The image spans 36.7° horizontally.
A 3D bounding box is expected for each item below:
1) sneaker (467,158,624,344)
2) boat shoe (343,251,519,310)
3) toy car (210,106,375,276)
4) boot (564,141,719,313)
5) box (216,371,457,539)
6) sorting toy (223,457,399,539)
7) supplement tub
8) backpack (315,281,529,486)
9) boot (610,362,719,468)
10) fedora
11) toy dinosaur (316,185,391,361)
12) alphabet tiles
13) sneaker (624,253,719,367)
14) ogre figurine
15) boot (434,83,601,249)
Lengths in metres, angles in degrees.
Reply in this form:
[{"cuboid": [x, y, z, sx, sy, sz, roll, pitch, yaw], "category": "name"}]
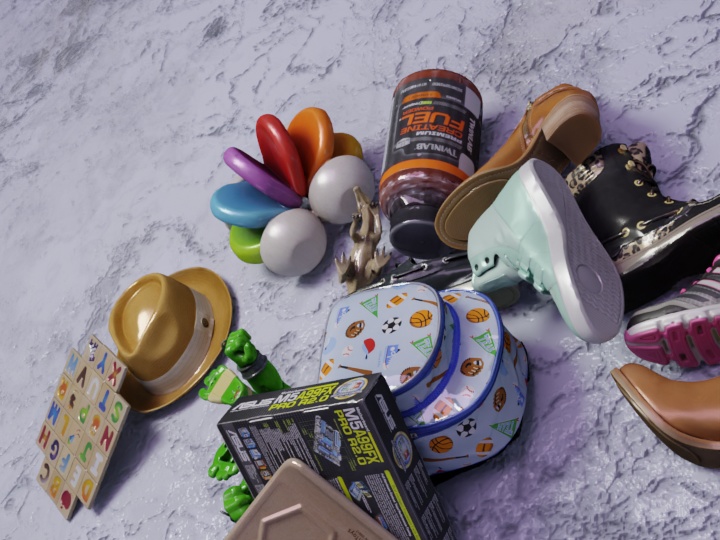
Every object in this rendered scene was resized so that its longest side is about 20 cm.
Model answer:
[{"cuboid": [0.161, 0.008, 0.984, 0.118, 0.073, 0.201, -48, 40, 33], "category": "sneaker"}, {"cuboid": [0.064, 0.015, 1.111, 0.198, 0.074, 0.067, -16, 56, 26], "category": "boat shoe"}, {"cuboid": [-0.095, -0.105, 1.276, 0.200, 0.150, 0.175, -47, 43, -1], "category": "toy car"}, {"cuboid": [0.278, -0.061, 1.003, 0.199, 0.073, 0.151, -35, 43, 25], "category": "boot"}, {"cuboid": [-0.016, 0.195, 0.956, 0.159, 0.201, 0.044, -14, 20, 31], "category": "box"}, {"cuboid": [-0.046, 0.290, 0.938, 0.200, 0.185, 0.036, -52, -2, 6], "category": "sorting toy"}, {"cuboid": [0.076, -0.113, 1.178, 0.106, 0.107, 0.201, -14, 52, 30], "category": "supplement tub"}, {"cuboid": [0.056, 0.099, 1.010, 0.189, 0.154, 0.201, -12, 49, 20], "category": "backpack"}, {"cuboid": [0.312, 0.092, 0.861, 0.200, 0.074, 0.155, 38, 87, 36], "category": "boot"}, {"cuboid": [-0.248, 0.069, 1.317, 0.199, 0.082, 0.202, -21, 48, 26], "category": "fedora"}, {"cuboid": [0.000, 0.000, 1.176, 0.058, 0.101, 0.202, 12, 76, 1], "category": "toy dinosaur"}, {"cuboid": [-0.337, 0.187, 1.306, 0.166, 0.006, 0.201, 31, 102, 47], "category": "alphabet tiles"}, {"cuboid": [0.315, 0.014, 0.916, 0.199, 0.074, 0.088, -23, 47, 17], "category": "sneaker"}, {"cuboid": [-0.094, 0.169, 1.092, 0.098, 0.120, 0.200, -42, 41, 11], "category": "ogre figurine"}, {"cuboid": [0.158, -0.114, 1.110, 0.200, 0.077, 0.155, -46, 13, 18], "category": "boot"}]
